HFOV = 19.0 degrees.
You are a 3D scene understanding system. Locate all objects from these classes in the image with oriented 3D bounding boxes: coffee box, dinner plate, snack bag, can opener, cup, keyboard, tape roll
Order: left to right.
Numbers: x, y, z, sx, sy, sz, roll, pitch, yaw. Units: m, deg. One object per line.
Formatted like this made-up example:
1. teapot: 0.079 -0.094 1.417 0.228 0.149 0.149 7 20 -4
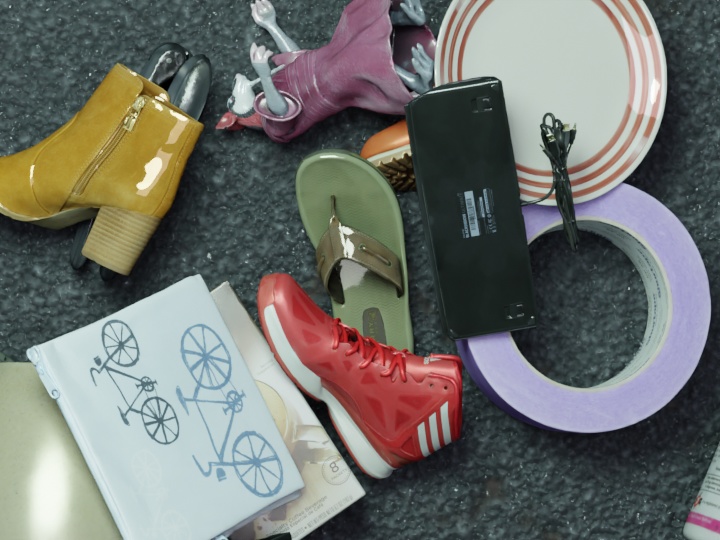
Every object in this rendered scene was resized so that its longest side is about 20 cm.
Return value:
1. cup: -0.225 0.143 1.605 0.198 0.200 0.145 3 86 -3
2. can opener: -0.180 -0.089 1.714 0.063 0.079 0.201 28 95 -5
3. snack bag: -0.139 0.114 1.576 0.021 0.200 0.190 -27 89 38
4. coffee box: -0.097 0.122 1.693 0.113 0.080 0.201 -34 89 -5
5. keyboard: 0.109 -0.049 1.633 0.126 0.021 0.202 -9 108 3
6. dinner plate: 0.146 -0.150 1.667 0.199 0.024 0.202 0 90 -21
7. tape roll: 0.174 0.029 1.715 0.198 0.085 0.202 0 87 -4

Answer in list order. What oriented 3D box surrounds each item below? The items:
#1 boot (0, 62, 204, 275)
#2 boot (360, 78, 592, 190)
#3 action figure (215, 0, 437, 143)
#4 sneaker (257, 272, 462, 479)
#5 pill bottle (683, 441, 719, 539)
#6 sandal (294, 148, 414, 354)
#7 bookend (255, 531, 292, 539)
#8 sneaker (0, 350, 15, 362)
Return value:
1. boot: -0.222 -0.098 1.679 0.200 0.071 0.145 26 93 23
2. boot: 0.079 -0.137 1.736 0.199 0.075 0.108 -24 70 0
3. action figure: -0.025 -0.150 1.706 0.199 0.134 0.149 -28 114 28
4. sneaker: 0.012 0.064 1.667 0.115 0.079 0.200 -24 121 22
5. pill bottle: 0.343 0.141 1.702 0.113 0.113 0.201 23 85 -2
6. sandal: 0.001 0.001 1.699 0.079 0.057 0.203 -13 101 10
7. bookend: -0.128 0.322 1.626 0.198 0.092 0.202 -17 89 28
8. sneaker: -0.308 0.081 1.693 0.073 0.082 0.201 -35 108 -15
